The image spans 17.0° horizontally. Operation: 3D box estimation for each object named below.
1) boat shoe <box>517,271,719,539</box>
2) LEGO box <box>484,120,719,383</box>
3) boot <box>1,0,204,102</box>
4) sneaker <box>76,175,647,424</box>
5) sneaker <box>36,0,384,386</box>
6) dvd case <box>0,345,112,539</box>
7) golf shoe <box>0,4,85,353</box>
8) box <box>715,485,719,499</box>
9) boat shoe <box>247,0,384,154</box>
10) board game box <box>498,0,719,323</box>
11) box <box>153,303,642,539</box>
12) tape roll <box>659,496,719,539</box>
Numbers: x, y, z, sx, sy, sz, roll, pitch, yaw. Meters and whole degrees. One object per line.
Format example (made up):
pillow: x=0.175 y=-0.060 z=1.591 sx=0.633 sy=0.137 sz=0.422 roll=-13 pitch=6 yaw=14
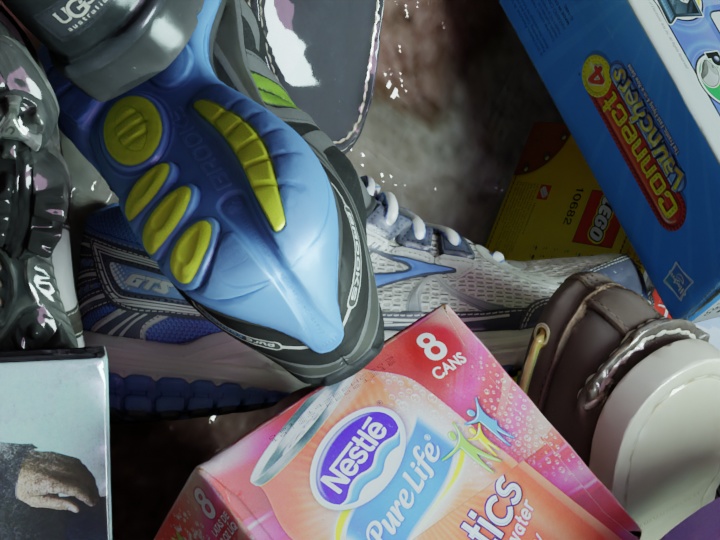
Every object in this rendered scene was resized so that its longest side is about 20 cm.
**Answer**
boat shoe: x=0.074 y=0.089 z=0.792 sx=0.072 sy=0.060 sz=0.200 roll=-22 pitch=138 yaw=-29
LEGO box: x=0.102 y=0.065 z=0.915 sx=0.149 sy=0.077 sz=0.201 roll=28 pitch=80 yaw=-37
boot: x=-0.127 y=-0.158 z=0.655 sx=0.066 sy=0.165 sz=0.200 roll=-38 pitch=126 yaw=15
sneaker: x=0.000 y=0.000 z=0.800 sx=0.199 sy=0.077 sz=0.086 roll=-5 pitch=87 yaw=-15
sneaker: x=-0.044 y=-0.032 z=0.725 sx=0.071 sy=0.200 sz=0.083 roll=-32 pitch=128 yaw=2
dvd case: x=-0.169 y=0.097 z=0.686 sx=0.199 sy=0.022 sz=0.147 roll=-1 pitch=100 yaw=-9
golf shoe: x=-0.119 y=0.001 z=0.732 sx=0.077 sy=0.095 sz=0.200 roll=2 pitch=125 yaw=-13
box: x=0.195 y=0.118 z=0.799 sx=0.050 sy=0.200 sz=0.158 roll=-30 pitch=98 yaw=-30
boat shoe: x=-0.017 y=-0.129 z=0.800 sx=0.072 sy=0.063 sz=0.201 roll=-12 pitch=104 yaw=-36
board game box: x=0.152 y=-0.092 z=0.875 sx=0.195 sy=0.056 sz=0.200 roll=-10 pitch=65 yaw=-37
box: x=-0.009 y=0.110 z=0.751 sx=0.103 sy=0.200 sz=0.095 roll=-32 pitch=76 yaw=-30
tape roll: x=0.152 y=0.155 z=0.678 sx=0.199 sy=0.066 sz=0.201 roll=1 pitch=97 yaw=4
